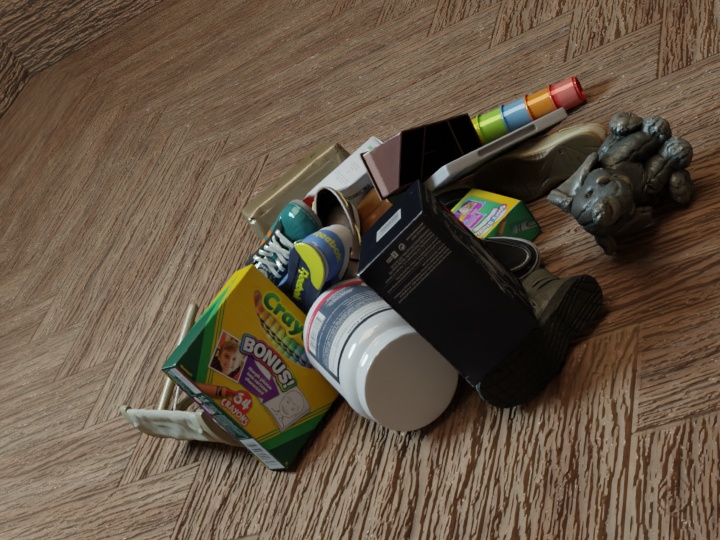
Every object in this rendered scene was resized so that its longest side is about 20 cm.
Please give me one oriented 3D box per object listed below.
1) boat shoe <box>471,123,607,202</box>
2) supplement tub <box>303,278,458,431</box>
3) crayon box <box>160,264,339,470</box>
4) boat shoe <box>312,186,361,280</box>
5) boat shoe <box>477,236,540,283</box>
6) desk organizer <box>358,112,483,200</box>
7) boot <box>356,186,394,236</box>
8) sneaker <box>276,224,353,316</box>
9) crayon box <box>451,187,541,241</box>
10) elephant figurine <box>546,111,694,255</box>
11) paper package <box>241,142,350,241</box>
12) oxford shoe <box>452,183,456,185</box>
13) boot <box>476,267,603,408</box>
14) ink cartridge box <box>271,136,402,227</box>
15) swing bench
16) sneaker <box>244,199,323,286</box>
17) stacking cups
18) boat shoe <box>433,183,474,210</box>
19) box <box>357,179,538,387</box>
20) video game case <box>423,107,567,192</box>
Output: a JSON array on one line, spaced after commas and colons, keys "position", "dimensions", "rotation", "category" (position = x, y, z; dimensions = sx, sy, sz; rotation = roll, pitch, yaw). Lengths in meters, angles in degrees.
[{"position": [0.247, -0.149, 1.740], "dimensions": [0.199, 0.073, 0.065], "rotation": [-22, 19, 30], "category": "boat shoe"}, {"position": [0.023, 0.101, 1.550], "dimensions": [0.140, 0.141, 0.200], "rotation": [-41, 28, -6], "category": "supplement tub"}, {"position": [-0.127, 0.125, 1.627], "dimensions": [0.173, 0.200, 0.058], "rotation": [-54, 17, -27], "category": "crayon box"}, {"position": [-0.026, -0.027, 1.715], "dimensions": [0.071, 0.060, 0.201], "rotation": [-24, 51, 16], "category": "boat shoe"}, {"position": [0.130, -0.011, 1.582], "dimensions": [0.198, 0.068, 0.073], "rotation": [-4, 74, -2], "category": "boat shoe"}, {"position": [0.091, -0.163, 1.782], "dimensions": [0.077, 0.072, 0.199], "rotation": [-27, -2, 35], "category": "desk organizer"}, {"position": [0.000, 0.000, 1.763], "dimensions": [0.200, 0.068, 0.189], "rotation": [-44, 35, 7], "category": "boot"}, {"position": [-0.057, 0.009, 1.657], "dimensions": [0.082, 0.074, 0.200], "rotation": [-42, -8, -30], "category": "sneaker"}, {"position": [0.131, -0.016, 1.685], "dimensions": [0.200, 0.058, 0.119], "rotation": [-45, 28, -12], "category": "crayon box"}, {"position": [0.293, -0.090, 1.505], "dimensions": [0.141, 0.156, 0.200], "rotation": [25, 55, 36], "category": "elephant figurine"}, {"position": [-0.083, -0.107, 1.982], "dimensions": [0.190, 0.104, 0.200], "rotation": [-40, 9, -4], "category": "paper package"}, {"position": [0.090, -0.174, 1.959], "dimensions": [0.071, 0.073, 0.200], "rotation": [-39, 27, 1], "category": "oxford shoe"}, {"position": [0.189, 0.079, 1.485], "dimensions": [0.200, 0.068, 0.130], "rotation": [-45, 17, -16], "category": "boot"}, {"position": [-0.019, -0.080, 1.856], "dimensions": [0.200, 0.161, 0.050], "rotation": [-43, 58, -6], "category": "ink cartridge box"}, {"position": [-0.192, 0.157, 1.749], "dimensions": [0.198, 0.130, 0.201], "rotation": [-2, 49, 48], "category": "swing bench"}, {"position": [-0.108, -0.017, 1.706], "dimensions": [0.080, 0.071, 0.200], "rotation": [-46, -9, -33], "category": "sneaker"}, {"position": [0.235, -0.234, 1.884], "dimensions": [0.199, 0.061, 0.061], "rotation": [-27, 29, 22], "category": "stacking cups"}, {"position": [0.088, -0.049, 1.800], "dimensions": [0.199, 0.073, 0.063], "rotation": [-31, 54, 14], "category": "boat shoe"}, {"position": [0.097, 0.009, 1.451], "dimensions": [0.104, 0.182, 0.200], "rotation": [-44, 10, 11], "category": "box"}, {"position": [0.179, -0.161, 1.764], "dimensions": [0.199, 0.018, 0.143], "rotation": [-27, -2, -18], "category": "video game case"}]
